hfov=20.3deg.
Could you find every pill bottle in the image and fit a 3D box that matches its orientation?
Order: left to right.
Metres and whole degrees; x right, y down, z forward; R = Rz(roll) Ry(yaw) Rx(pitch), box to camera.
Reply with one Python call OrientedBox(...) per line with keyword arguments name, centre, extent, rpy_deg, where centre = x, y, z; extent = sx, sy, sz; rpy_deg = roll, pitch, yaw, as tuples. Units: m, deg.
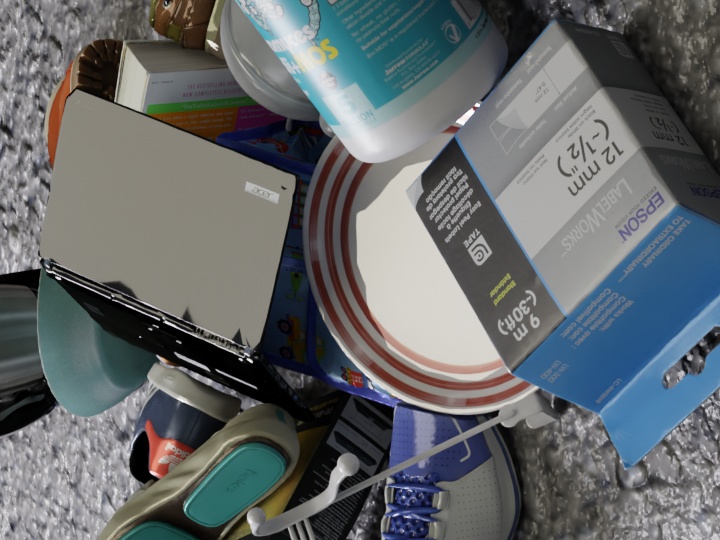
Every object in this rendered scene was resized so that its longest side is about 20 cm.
OrientedBox(name="pill bottle", centre=(-0.014, -0.167, 1.115), extent=(0.200, 0.111, 0.111), rpy_deg=(52, 151, -16))

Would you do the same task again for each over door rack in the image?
OrientedBox(name="over door rack", centre=(0.045, 0.169, 1.172), extent=(0.067, 0.199, 0.148), rpy_deg=(62, -174, -70))

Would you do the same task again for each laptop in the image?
OrientedBox(name="laptop", centre=(-0.109, -0.006, 1.310), extent=(0.177, 0.200, 0.104), rpy_deg=(23, 75, 23))

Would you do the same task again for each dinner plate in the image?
OrientedBox(name="dinner plate", centre=(0.053, -0.011, 1.221), extent=(0.199, 0.024, 0.201), rpy_deg=(9, 108, 28))

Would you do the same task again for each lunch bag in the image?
OrientedBox(name="lunch bag", centre=(0.000, 0.000, 1.320), extent=(0.199, 0.094, 0.151), rpy_deg=(22, 118, 37))

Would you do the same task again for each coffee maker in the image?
OrientedBox(name="coffee maker", centre=(-0.291, 0.055, 1.661), extent=(0.192, 0.199, 0.136), rpy_deg=(11, 105, 55))

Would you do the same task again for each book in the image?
OrientedBox(name="book", centre=(-0.113, -0.064, 1.417), extent=(0.048, 0.133, 0.201), rpy_deg=(51, 136, 46))

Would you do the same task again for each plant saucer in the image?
OrientedBox(name="plant saucer", centre=(-0.181, 0.015, 1.528), extent=(0.036, 0.200, 0.201), rpy_deg=(8, 108, 20))

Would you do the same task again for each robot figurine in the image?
OrientedBox(name="robot figurine", centre=(-0.018, -0.170, 1.261), extent=(0.200, 0.112, 0.170), rpy_deg=(-48, 45, 50))

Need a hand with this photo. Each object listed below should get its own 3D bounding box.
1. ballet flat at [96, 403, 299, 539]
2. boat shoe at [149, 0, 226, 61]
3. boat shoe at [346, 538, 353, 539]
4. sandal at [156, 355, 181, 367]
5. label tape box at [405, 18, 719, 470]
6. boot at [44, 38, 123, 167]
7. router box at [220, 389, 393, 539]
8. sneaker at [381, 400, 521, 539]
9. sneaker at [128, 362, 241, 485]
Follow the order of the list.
OrientedBox(name="ballet flat", centre=(-0.116, 0.156, 1.344), extent=(0.200, 0.069, 0.070), rpy_deg=(-39, 62, 22))
OrientedBox(name="boat shoe", centre=(-0.087, -0.243, 1.334), extent=(0.068, 0.072, 0.201), rpy_deg=(21, 94, 10))
OrientedBox(name="boat shoe", centre=(0.020, 0.270, 1.361), extent=(0.201, 0.071, 0.063), rpy_deg=(60, -176, 26))
OrientedBox(name="sandal", centre=(-0.118, 0.001, 1.397), extent=(0.059, 0.079, 0.207), rpy_deg=(53, 158, 43))
OrientedBox(name="label tape box", centre=(0.126, -0.014, 1.088), extent=(0.143, 0.066, 0.201), rpy_deg=(-48, 54, 31))
OrientedBox(name="boot", centre=(-0.219, -0.078, 1.631), extent=(0.107, 0.075, 0.201), rpy_deg=(-15, 70, 60))
OrientedBox(name="router box", centre=(-0.069, 0.175, 1.397), extent=(0.200, 0.052, 0.158), rpy_deg=(-27, 30, 56))
OrientedBox(name="sneaker", centre=(0.037, 0.188, 1.244), extent=(0.080, 0.115, 0.201), rpy_deg=(5, 102, 38))
OrientedBox(name="sneaker", centre=(-0.135, 0.119, 1.461), extent=(0.200, 0.075, 0.085), rpy_deg=(137, 158, -84))
